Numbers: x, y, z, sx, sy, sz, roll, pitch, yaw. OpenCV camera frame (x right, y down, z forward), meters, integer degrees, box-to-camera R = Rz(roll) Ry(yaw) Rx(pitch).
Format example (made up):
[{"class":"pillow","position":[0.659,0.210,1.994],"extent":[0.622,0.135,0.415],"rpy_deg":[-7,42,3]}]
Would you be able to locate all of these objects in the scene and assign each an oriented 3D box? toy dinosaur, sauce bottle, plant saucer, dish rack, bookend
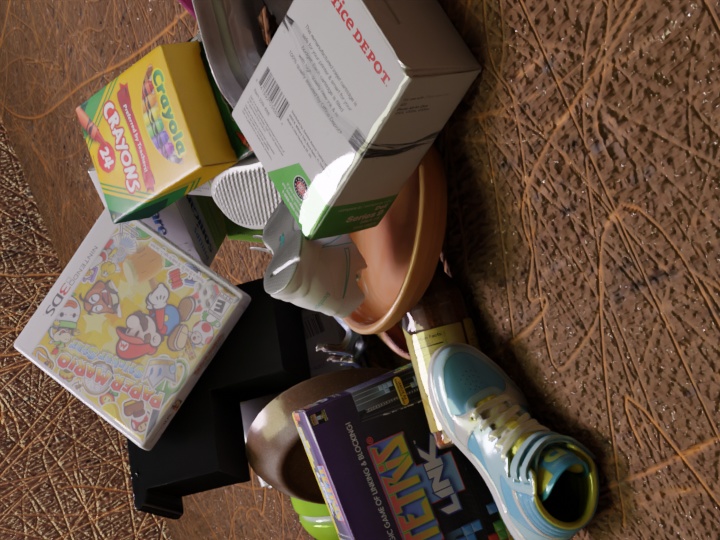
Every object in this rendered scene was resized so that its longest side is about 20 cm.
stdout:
[{"class":"toy dinosaur","position":[0.000,0.000,1.661],"extent":[0.105,0.199,0.183],"rpy_deg":[33,-115,-58]},{"class":"sauce bottle","position":[0.072,0.056,1.536],"extent":[0.066,0.066,0.201],"rpy_deg":[142,116,-71]},{"class":"plant saucer","position":[0.026,-0.043,1.497],"extent":[0.200,0.037,0.201],"rpy_deg":[-174,90,-67]},{"class":"plant saucer","position":[-0.013,0.174,1.691],"extent":[0.201,0.199,0.037],"rpy_deg":[89,170,-47]},{"class":"dish rack","position":[-0.112,-0.221,1.557],"extent":[0.200,0.043,0.173],"rpy_deg":[51,-157,-75]},{"class":"bookend","position":[-0.133,0.127,1.733],"extent":[0.092,0.199,0.200],"rpy_deg":[34,-137,-64]}]

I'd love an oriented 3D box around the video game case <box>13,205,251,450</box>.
[{"class":"video game case","position":[-0.232,0.052,1.729],"extent":[0.200,0.182,0.023],"rpy_deg":[33,178,28]}]

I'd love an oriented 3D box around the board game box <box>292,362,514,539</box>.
[{"class":"board game box","position":[0.050,0.192,1.592],"extent":[0.201,0.165,0.057],"rpy_deg":[68,162,-1]}]

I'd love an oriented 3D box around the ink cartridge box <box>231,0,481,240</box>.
[{"class":"ink cartridge box","position":[-0.006,-0.146,1.402],"extent":[0.146,0.084,0.200],"rpy_deg":[59,138,24]}]

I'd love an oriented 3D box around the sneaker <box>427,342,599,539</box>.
[{"class":"sneaker","position":[0.134,0.137,1.432],"extent":[0.201,0.079,0.131],"rpy_deg":[56,163,7]}]

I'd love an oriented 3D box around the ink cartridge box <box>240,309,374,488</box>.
[{"class":"ink cartridge box","position":[-0.065,0.112,1.825],"extent":[0.201,0.145,0.087],"rpy_deg":[68,-164,9]}]

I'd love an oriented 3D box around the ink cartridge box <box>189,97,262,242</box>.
[{"class":"ink cartridge box","position":[-0.109,-0.093,1.764],"extent":[0.147,0.076,0.201],"rpy_deg":[6,125,25]}]

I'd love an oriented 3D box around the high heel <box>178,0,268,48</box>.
[{"class":"high heel","position":[-0.126,-0.210,1.761],"extent":[0.067,0.096,0.201],"rpy_deg":[34,141,61]}]

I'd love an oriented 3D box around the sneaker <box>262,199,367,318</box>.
[{"class":"sneaker","position":[-0.038,-0.020,1.498],"extent":[0.071,0.080,0.201],"rpy_deg":[-51,20,25]}]

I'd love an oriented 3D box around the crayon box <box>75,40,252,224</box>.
[{"class":"crayon box","position":[-0.192,-0.138,1.669],"extent":[0.200,0.051,0.128],"rpy_deg":[-27,79,46]}]

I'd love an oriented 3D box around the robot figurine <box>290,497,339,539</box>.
[{"class":"robot figurine","position":[-0.030,0.219,1.932],"extent":[0.175,0.115,0.201],"rpy_deg":[3,114,58]}]

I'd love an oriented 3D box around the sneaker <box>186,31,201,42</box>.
[{"class":"sneaker","position":[-0.145,-0.182,1.870],"extent":[0.071,0.080,0.201],"rpy_deg":[48,154,48]}]

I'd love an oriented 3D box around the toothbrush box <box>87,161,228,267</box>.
[{"class":"toothbrush box","position":[-0.202,-0.101,1.874],"extent":[0.200,0.086,0.146],"rpy_deg":[-71,-36,-57]}]

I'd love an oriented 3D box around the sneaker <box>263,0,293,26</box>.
[{"class":"sneaker","position":[-0.056,-0.207,1.563],"extent":[0.200,0.073,0.116],"rpy_deg":[53,140,38]}]

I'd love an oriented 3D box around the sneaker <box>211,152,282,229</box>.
[{"class":"sneaker","position":[-0.064,-0.099,1.647],"extent":[0.200,0.082,0.074],"rpy_deg":[-21,106,49]}]
